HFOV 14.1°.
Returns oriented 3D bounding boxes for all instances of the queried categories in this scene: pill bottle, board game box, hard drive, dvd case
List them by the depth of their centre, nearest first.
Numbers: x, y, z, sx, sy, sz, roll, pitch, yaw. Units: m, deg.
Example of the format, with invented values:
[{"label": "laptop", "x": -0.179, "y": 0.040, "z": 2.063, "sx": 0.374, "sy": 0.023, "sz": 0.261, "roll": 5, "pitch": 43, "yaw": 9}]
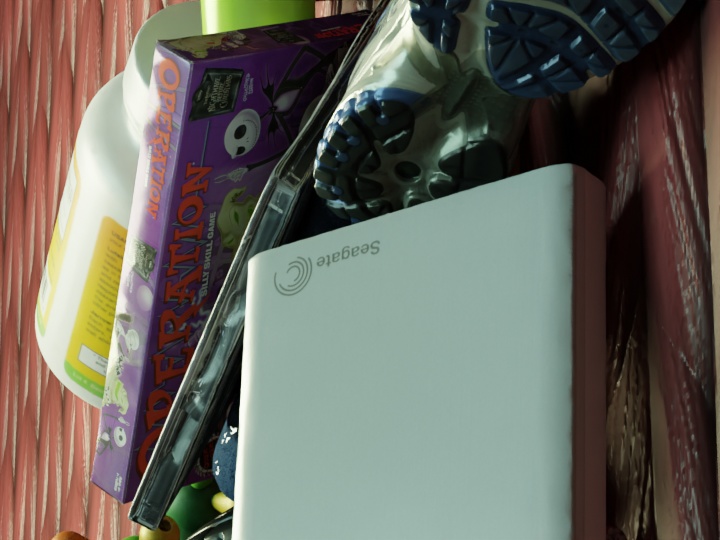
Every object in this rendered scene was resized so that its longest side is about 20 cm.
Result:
[{"label": "hard drive", "x": 0.016, "y": 0.075, "z": 0.905, "sx": 0.132, "sy": 0.027, "sz": 0.201, "roll": -16, "pitch": 59, "yaw": 34}, {"label": "dvd case", "x": -0.031, "y": -0.009, "z": 1.094, "sx": 0.200, "sy": 0.016, "sz": 0.149, "roll": -61, "pitch": -5, "yaw": -63}, {"label": "board game box", "x": -0.048, "y": -0.006, "z": 1.220, "sx": 0.032, "sy": 0.120, "sz": 0.201, "roll": 34, "pitch": 123, "yaw": 41}, {"label": "pill bottle", "x": -0.085, "y": -0.029, "z": 1.381, "sx": 0.200, "sy": 0.111, "sz": 0.111, "roll": 110, "pitch": 159, "yaw": -47}]

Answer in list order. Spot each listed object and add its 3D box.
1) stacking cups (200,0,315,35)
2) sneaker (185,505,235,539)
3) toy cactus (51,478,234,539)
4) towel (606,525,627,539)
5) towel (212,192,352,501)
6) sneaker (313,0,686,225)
[{"label": "stacking cups", "x": -0.047, "y": -0.078, "z": 1.248, "sx": 0.061, "sy": 0.060, "sz": 0.201, "roll": -113, "pitch": 22, "yaw": -63}, {"label": "sneaker", "x": -0.011, "y": 0.110, "z": 1.029, "sx": 0.082, "sy": 0.073, "sz": 0.200, "roll": 56, "pitch": 151, "yaw": -2}, {"label": "toy cactus", "x": -0.099, "y": 0.157, "z": 1.445, "sx": 0.165, "sy": 0.102, "sz": 0.201, "roll": -96, "pitch": 6, "yaw": -72}, {"label": "towel", "x": 0.058, "y": 0.196, "z": 0.910, "sx": 0.145, "sy": 0.022, "sz": 0.200, "roll": -96, "pitch": 19, "yaw": -44}, {"label": "towel", "x": 0.000, "y": 0.000, "z": 1.096, "sx": 0.112, "sy": 0.048, "sz": 0.200, "roll": -62, "pitch": -3, "yaw": -44}, {"label": "sneaker", "x": 0.047, "y": -0.095, "z": 0.925, "sx": 0.200, "sy": 0.077, "sz": 0.085, "roll": -47, "pitch": 20, "yaw": 45}]
